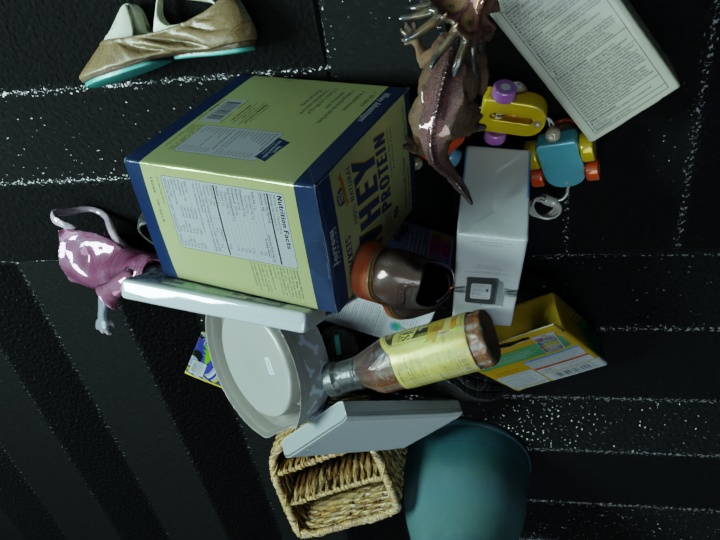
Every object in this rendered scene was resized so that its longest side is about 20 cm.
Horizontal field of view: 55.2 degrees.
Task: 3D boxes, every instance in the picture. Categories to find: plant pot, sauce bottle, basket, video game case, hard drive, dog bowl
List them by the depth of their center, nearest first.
[{"bbox_3d":[-0.111,0.015,0.724,0.200,0.182,0.023,9,103,18],"label":"video game case"},{"bbox_3d":[0.050,0.097,0.752,0.200,0.066,0.066,-18,122,22],"label":"sauce bottle"},{"bbox_3d":[-0.114,0.106,0.852,0.200,0.059,0.200,25,125,41],"label":"dog bowl"},{"bbox_3d":[0.018,0.202,0.885,0.200,0.026,0.132,8,144,-41],"label":"hard drive"},{"bbox_3d":[0.153,0.358,1.021,0.200,0.188,0.200,6,128,7],"label":"plant pot"},{"bbox_3d":[-0.043,0.286,1.030,0.200,0.149,0.143,-24,120,28],"label":"basket"}]

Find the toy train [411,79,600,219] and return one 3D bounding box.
[{"bbox_3d":[0.150,-0.135,0.719,0.200,0.056,0.150,24,146,-15],"label":"toy train"}]

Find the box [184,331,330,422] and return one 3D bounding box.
[{"bbox_3d":[-0.138,0.151,0.969,0.200,0.064,0.070,22,172,1],"label":"box"}]

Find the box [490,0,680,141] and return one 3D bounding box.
[{"bbox_3d":[0.188,-0.226,0.617,0.095,0.078,0.200,-31,116,31],"label":"box"}]

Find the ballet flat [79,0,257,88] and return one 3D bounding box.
[{"bbox_3d":[-0.203,-0.241,0.703,0.200,0.068,0.072,-8,106,17],"label":"ballet flat"}]

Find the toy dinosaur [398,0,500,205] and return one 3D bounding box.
[{"bbox_3d":[0.073,-0.154,0.580,0.086,0.136,0.200,3,100,3],"label":"toy dinosaur"}]

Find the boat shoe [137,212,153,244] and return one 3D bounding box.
[{"bbox_3d":[-0.188,-0.020,0.869,0.200,0.065,0.073,27,127,-11],"label":"boat shoe"}]

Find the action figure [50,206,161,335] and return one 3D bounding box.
[{"bbox_3d":[-0.276,-0.007,0.854,0.200,0.134,0.149,9,110,42],"label":"action figure"}]

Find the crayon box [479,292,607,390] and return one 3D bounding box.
[{"bbox_3d":[0.202,0.087,0.827,0.126,0.052,0.200,-23,150,26],"label":"crayon box"}]

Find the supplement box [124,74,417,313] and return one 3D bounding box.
[{"bbox_3d":[-0.074,-0.087,0.678,0.199,0.200,0.134,11,132,24],"label":"supplement box"}]

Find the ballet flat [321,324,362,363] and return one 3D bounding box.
[{"bbox_3d":[-0.023,0.106,0.909,0.068,0.069,0.200,-11,172,-7],"label":"ballet flat"}]

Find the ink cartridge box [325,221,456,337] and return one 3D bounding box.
[{"bbox_3d":[0.000,0.000,0.838,0.200,0.076,0.137,16,129,-3],"label":"ink cartridge box"}]

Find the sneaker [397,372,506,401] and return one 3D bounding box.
[{"bbox_3d":[0.100,0.139,0.935,0.200,0.076,0.091,14,154,-13],"label":"sneaker"}]

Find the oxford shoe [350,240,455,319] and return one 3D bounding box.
[{"bbox_3d":[0.062,0.020,0.687,0.072,0.200,0.071,13,90,25],"label":"oxford shoe"}]

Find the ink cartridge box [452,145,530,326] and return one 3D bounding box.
[{"bbox_3d":[0.137,-0.021,0.738,0.067,0.116,0.200,5,147,9],"label":"ink cartridge box"}]
